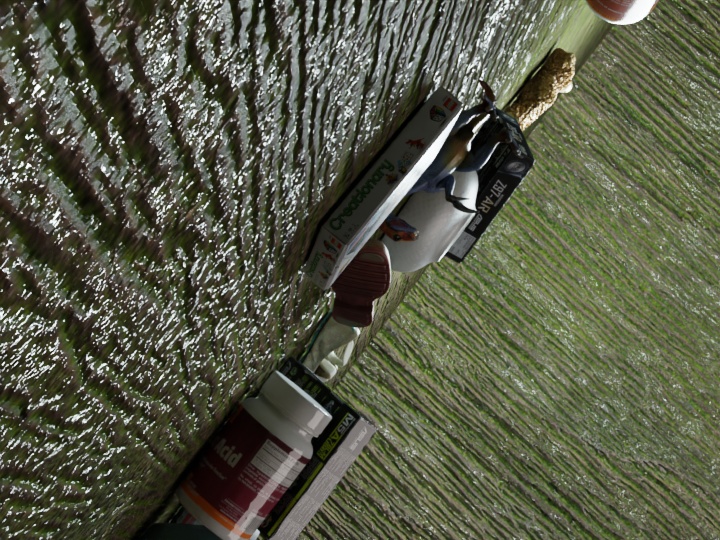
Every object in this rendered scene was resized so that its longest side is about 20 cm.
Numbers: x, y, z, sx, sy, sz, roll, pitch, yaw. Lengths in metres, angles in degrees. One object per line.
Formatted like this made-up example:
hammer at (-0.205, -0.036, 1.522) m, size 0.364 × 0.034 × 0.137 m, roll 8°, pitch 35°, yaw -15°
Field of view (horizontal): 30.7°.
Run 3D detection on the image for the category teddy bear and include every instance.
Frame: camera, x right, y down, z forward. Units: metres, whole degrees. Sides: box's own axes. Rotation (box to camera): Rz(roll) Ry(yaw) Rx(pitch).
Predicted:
teddy bear at (0.308, -0.296, 2.286) m, size 0.200 × 0.067 × 0.145 m, roll -49°, pitch 176°, yaw -32°

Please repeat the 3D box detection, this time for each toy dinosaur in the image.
toy dinosaur at (0.096, -0.114, 1.528) m, size 0.180 × 0.106 × 0.200 m, roll -33°, pitch -166°, yaw 16°

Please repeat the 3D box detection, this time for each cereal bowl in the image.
cereal bowl at (0.108, -0.074, 1.904) m, size 0.201 × 0.083 × 0.200 m, roll -51°, pitch 175°, yaw -6°

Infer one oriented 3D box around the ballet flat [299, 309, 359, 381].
ballet flat at (-0.056, 0.132, 1.950) m, size 0.068 × 0.062 × 0.201 m, roll -48°, pitch 173°, yaw -38°

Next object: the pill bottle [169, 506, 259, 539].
pill bottle at (-0.215, 0.378, 1.888) m, size 0.201 × 0.115 × 0.116 m, roll -53°, pitch 175°, yaw 1°

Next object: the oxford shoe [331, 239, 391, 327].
oxford shoe at (0.000, 0.000, 1.637) m, size 0.200 × 0.069 × 0.076 m, roll 115°, pitch -12°, yaw -63°

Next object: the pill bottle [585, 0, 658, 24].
pill bottle at (0.361, -0.410, 1.706) m, size 0.113 × 0.112 × 0.200 m, roll -51°, pitch 175°, yaw -13°

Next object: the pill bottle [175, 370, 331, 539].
pill bottle at (-0.132, 0.236, 1.663) m, size 0.201 × 0.114 × 0.114 m, roll -52°, pitch 175°, yaw -3°

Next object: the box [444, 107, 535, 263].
box at (0.181, -0.132, 2.022) m, size 0.201 × 0.043 × 0.161 m, roll -55°, pitch -160°, yaw 22°

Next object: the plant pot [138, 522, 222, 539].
plant pot at (-0.226, 0.395, 1.669) m, size 0.200 × 0.197 × 0.137 m, roll 112°, pitch -17°, yaw -73°

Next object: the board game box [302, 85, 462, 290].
board game box at (0.022, -0.081, 1.318) m, size 0.201 × 0.034 × 0.126 m, roll -51°, pitch 175°, yaw -23°

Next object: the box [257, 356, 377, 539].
box at (-0.096, 0.239, 1.751) m, size 0.201 × 0.193 × 0.047 m, roll -53°, pitch 132°, yaw -4°
